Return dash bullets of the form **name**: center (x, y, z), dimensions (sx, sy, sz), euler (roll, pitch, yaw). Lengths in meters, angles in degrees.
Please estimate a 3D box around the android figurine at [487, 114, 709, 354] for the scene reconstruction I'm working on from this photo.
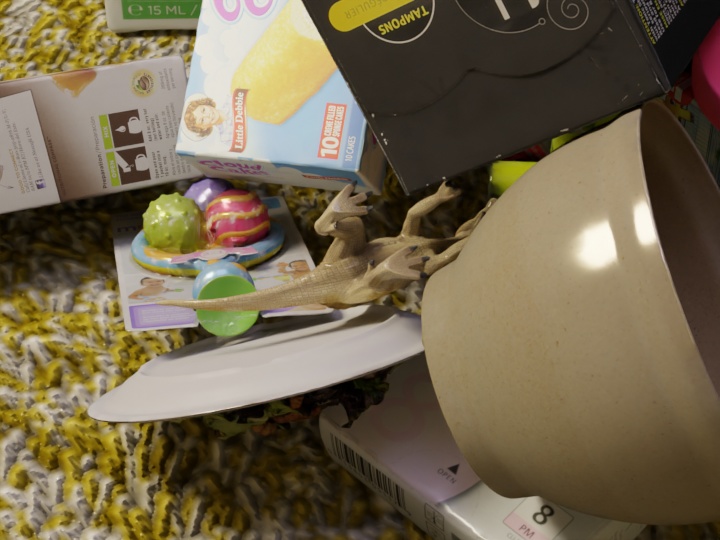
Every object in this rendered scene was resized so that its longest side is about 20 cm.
- **android figurine**: center (0.171, -0.021, 0.890), dimensions (0.200, 0.041, 0.182), euler (3, 60, 5)

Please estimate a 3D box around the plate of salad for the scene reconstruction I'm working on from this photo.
- **plate of salad**: center (-0.044, 0.059, 0.828), dimensions (0.200, 0.048, 0.200), euler (-12, 6, 1)

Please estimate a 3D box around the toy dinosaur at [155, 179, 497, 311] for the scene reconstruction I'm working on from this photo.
- **toy dinosaur**: center (0.000, 0.000, 0.815), dimensions (0.200, 0.101, 0.058), euler (-15, 70, -19)

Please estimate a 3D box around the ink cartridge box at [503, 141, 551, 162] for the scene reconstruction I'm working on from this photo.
- **ink cartridge box**: center (0.049, -0.161, 1.021), dimensions (0.200, 0.145, 0.146), euler (14, 85, 19)

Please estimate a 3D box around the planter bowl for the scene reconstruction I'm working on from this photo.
- **planter bowl**: center (0.113, 0.035, 0.749), dimensions (0.135, 0.200, 0.200), euler (-21, 35, 23)

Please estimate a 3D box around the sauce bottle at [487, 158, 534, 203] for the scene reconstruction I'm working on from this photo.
- **sauce bottle**: center (0.174, -0.008, 0.956), dimensions (0.200, 0.065, 0.065), euler (25, 46, 23)

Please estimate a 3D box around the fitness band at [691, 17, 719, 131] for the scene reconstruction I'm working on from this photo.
- **fitness band**: center (0.273, -0.108, 0.817), dimensions (0.200, 0.037, 0.144), euler (-14, 48, -9)

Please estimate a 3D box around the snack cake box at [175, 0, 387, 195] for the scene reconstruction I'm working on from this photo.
- **snack cake box**: center (-0.032, -0.152, 0.929), dimensions (0.115, 0.067, 0.200), euler (7, 82, 14)

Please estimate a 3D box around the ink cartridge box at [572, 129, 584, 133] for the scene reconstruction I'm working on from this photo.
- **ink cartridge box**: center (0.252, -0.064, 1.006), dimensions (0.200, 0.084, 0.146), euler (26, 47, 24)

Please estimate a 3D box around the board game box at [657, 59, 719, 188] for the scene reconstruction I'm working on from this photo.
- **board game box**: center (0.255, -0.072, 0.848), dimensions (0.200, 0.062, 0.200), euler (-6, 50, 0)

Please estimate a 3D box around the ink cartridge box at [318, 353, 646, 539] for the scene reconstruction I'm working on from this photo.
- **ink cartridge box**: center (0.103, 0.072, 0.853), dimensions (0.162, 0.057, 0.200), euler (34, 65, 31)

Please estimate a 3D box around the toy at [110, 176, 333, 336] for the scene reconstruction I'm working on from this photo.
- **toy**: center (-0.089, -0.023, 0.934), dimensions (0.115, 0.047, 0.200), euler (-6, 25, -10)

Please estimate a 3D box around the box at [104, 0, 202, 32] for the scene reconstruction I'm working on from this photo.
- **box**: center (-0.096, -0.304, 1.201), dimensions (0.199, 0.171, 0.200), euler (-1, 41, -2)

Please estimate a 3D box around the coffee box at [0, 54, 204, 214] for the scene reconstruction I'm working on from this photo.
- **coffee box**: center (-0.211, -0.080, 0.980), dimensions (0.200, 0.080, 0.114), euler (-12, 8, -16)

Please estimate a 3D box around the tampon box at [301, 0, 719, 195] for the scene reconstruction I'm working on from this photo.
- **tampon box**: center (0.089, -0.151, 0.791), dimensions (0.150, 0.126, 0.200), euler (-21, 15, 32)
